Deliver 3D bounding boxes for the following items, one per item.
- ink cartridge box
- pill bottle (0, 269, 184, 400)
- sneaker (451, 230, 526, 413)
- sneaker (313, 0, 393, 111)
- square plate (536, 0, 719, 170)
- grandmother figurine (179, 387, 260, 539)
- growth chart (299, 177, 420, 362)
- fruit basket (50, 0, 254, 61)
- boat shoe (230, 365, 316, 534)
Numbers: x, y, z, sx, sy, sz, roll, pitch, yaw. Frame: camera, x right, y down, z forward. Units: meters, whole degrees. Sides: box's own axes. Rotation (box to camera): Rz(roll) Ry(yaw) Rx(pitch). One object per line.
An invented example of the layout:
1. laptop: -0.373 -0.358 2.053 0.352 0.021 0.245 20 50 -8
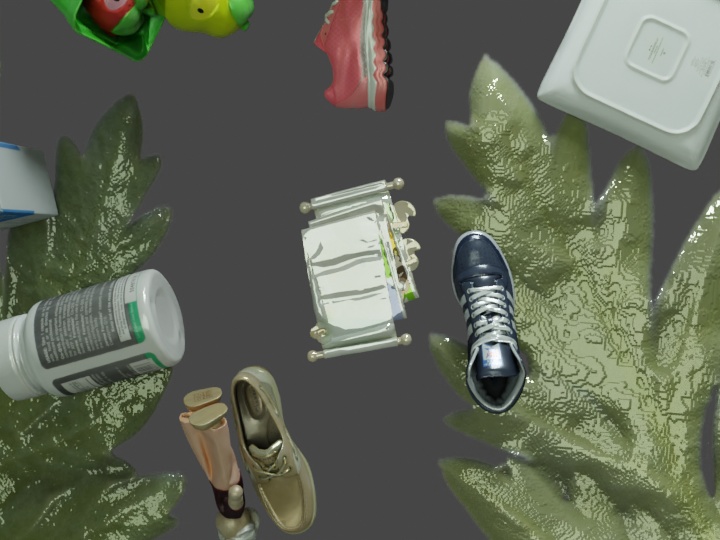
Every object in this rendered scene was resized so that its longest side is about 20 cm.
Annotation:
1. ink cartridge box: -0.471 -0.079 1.109 0.197 0.145 0.085 -14 91 7
2. pill bottle: -0.311 0.078 1.115 0.197 0.113 0.115 -15 91 7
3. sneaker: 0.139 0.057 1.062 0.069 0.108 0.203 -8 92 6
4. sneaker: -0.012 -0.276 1.080 0.085 0.074 0.203 -3 93 8
5. square plate: 0.322 -0.241 1.065 0.196 0.028 0.202 25 96 5
6. grandmother figurine: -0.157 0.233 1.107 0.060 0.122 0.203 -11 115 -5
7. growth chart: 0.000 0.000 1.122 0.142 0.018 0.203 -5 93 7
8. fruit basket: -0.222 -0.329 1.075 0.213 0.155 0.219 -2 84 22
9. boat shoe: -0.105 0.211 1.122 0.071 0.065 0.203 -17 91 7
